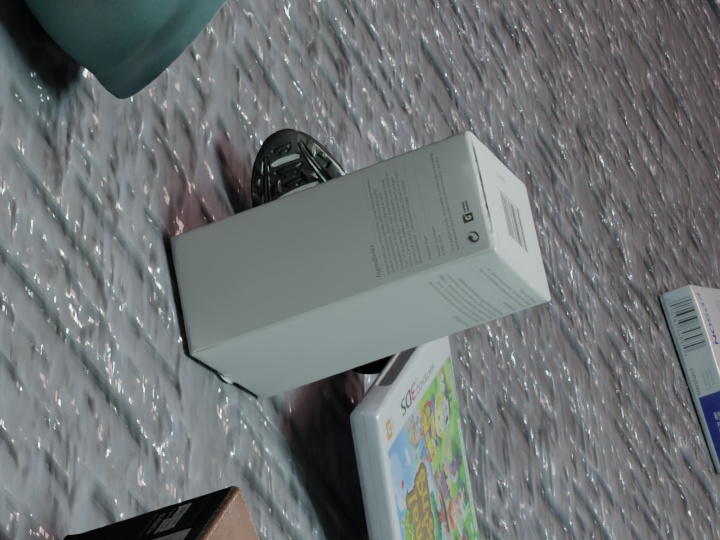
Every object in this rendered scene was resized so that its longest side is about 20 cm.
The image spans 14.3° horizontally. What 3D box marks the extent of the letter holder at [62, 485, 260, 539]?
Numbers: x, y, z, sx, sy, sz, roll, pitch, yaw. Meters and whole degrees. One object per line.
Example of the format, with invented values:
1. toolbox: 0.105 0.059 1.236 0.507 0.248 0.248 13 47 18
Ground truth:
1. letter holder: -0.100 0.212 1.363 0.200 0.100 0.142 -53 123 -70

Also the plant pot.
1. plant pot: -0.135 -0.216 1.627 0.134 0.200 0.200 34 30 -17

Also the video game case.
1. video game case: 0.040 0.152 1.876 0.182 0.022 0.200 -51 136 -65

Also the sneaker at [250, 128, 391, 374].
1. sneaker: -0.024 -0.019 1.917 0.079 0.074 0.200 -104 170 -50

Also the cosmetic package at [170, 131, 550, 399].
1. cosmetic package: 0.000 0.000 1.729 0.108 0.200 0.085 40 35 -62

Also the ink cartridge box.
1. ink cartridge box: 0.385 0.115 3.037 0.200 0.041 0.200 6 65 -71
